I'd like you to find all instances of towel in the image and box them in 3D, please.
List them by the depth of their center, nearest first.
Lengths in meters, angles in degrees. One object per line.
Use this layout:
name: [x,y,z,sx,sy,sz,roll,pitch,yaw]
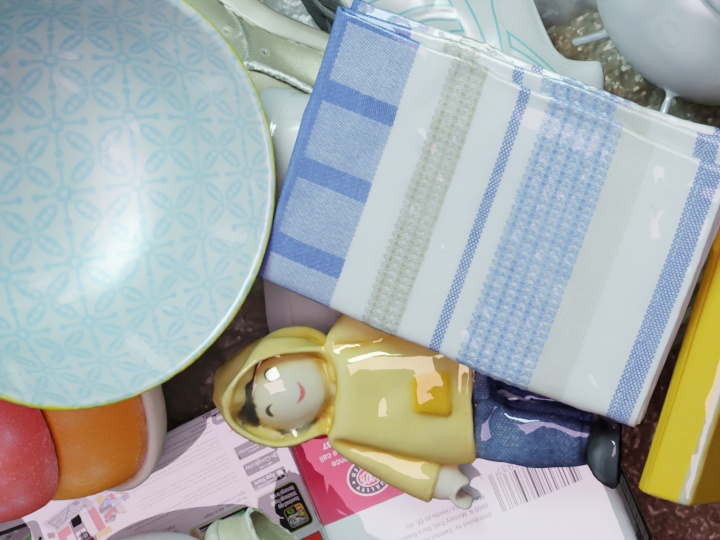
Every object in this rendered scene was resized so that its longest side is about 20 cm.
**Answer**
towel: [0.062,-0.027,1.326,0.200,0.024,0.147,21,106,10]

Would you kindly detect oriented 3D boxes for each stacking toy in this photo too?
stacking toy: [-0.206,0.084,1.405,0.200,0.146,0.146,-34,86,-34]

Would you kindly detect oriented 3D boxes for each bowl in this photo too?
bowl: [-0.150,-0.041,1.344,0.200,0.108,0.201,-3,96,-26]

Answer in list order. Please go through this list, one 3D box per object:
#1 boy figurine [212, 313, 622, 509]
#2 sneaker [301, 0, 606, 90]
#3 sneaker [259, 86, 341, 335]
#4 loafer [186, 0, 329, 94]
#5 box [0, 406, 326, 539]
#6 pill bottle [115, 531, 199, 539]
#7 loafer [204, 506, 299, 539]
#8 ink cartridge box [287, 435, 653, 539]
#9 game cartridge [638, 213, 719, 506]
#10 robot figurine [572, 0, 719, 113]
boy figurine: [0.028,0.053,1.383,0.200,0.064,0.125,6,111,6]
sneaker: [0.038,-0.126,1.470,0.200,0.070,0.080,43,79,4]
sneaker: [0.000,0.000,1.419,0.085,0.200,0.073,9,50,22]
loafer: [-0.050,-0.092,1.460,0.200,0.076,0.068,32,74,14]
box: [-0.113,0.149,1.509,0.200,0.035,0.110,-26,88,8]
pill bottle: [-0.087,0.238,1.449,0.109,0.109,0.200,-18,114,8]
loafer: [0.016,0.171,1.393,0.200,0.076,0.068,36,99,-2]
ink cartridge box: [0.072,0.148,1.459,0.145,0.083,0.200,-23,89,9]
game cartridge: [0.196,0.012,1.391,0.032,0.176,0.200,16,94,22]
robot figurine: [0.195,-0.161,1.415,0.200,0.113,0.170,-45,46,7]
